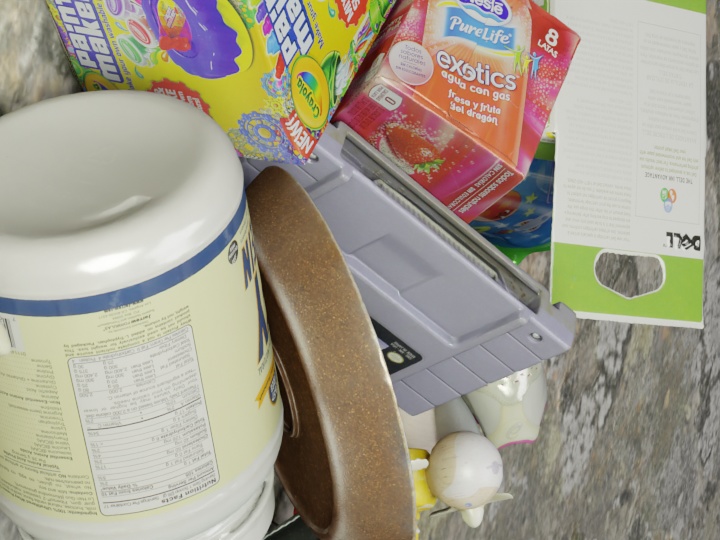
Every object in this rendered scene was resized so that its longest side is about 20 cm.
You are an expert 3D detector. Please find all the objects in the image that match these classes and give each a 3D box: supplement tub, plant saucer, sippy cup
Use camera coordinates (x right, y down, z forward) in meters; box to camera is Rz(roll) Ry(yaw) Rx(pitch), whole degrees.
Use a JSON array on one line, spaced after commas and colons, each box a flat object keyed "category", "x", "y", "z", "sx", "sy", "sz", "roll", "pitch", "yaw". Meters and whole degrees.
[{"category": "supplement tub", "x": -0.112, "y": 0.036, "z": 1.167, "sx": 0.145, "sy": 0.144, "sz": 0.201, "roll": -53, "pitch": 144, "yaw": -46}, {"category": "plant saucer", "x": -0.027, "y": 0.050, "z": 1.225, "sx": 0.034, "sy": 0.200, "sz": 0.201, "roll": -19, "pitch": 126, "yaw": -15}, {"category": "sippy cup", "x": 0.076, "y": -0.082, "z": 1.577, "sx": 0.130, "sy": 0.139, "sz": 0.179, "roll": 5, "pitch": 68, "yaw": -56}]

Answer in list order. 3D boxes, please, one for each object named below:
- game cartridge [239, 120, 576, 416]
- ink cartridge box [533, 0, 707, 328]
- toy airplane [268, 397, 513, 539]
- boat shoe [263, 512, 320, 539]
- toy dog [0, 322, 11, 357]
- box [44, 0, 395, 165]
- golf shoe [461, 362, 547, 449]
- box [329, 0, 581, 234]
[{"category": "game cartridge", "x": 0.000, "y": 0.000, "z": 1.327, "sx": 0.200, "sy": 0.129, "sz": 0.039, "roll": 38, "pitch": 44, "yaw": -26}, {"category": "ink cartridge box", "x": 0.131, "y": -0.069, "z": 1.496, "sx": 0.147, "sy": 0.075, "sz": 0.202, "roll": 6, "pitch": 84, "yaw": -45}, {"category": "toy airplane", "x": 0.020, "y": 0.095, "z": 1.485, "sx": 0.200, "sy": 0.140, "sz": 0.200, "roll": -52, "pitch": 143, "yaw": -46}, {"category": "boat shoe", "x": -0.060, "y": 0.175, "z": 1.329, "sx": 0.068, "sy": 0.074, "sz": 0.200, "roll": 40, "pitch": 93, "yaw": -25}, {"category": "toy dog", "x": -0.230, "y": 0.030, "z": 0.951, "sx": 0.193, "sy": 0.139, "sz": 0.202, "roll": 9, "pitch": 92, "yaw": -29}, {"category": "box", "x": -0.064, "y": -0.193, "z": 1.221, "sx": 0.193, "sy": 0.121, "sz": 0.201, "roll": -62, "pitch": 150, "yaw": -33}, {"category": "golf shoe", "x": 0.081, "y": 0.059, "z": 1.629, "sx": 0.200, "sy": 0.075, "sz": 0.092, "roll": -83, "pitch": 163, "yaw": -82}, {"category": "box", "x": 0.018, "y": -0.071, "z": 1.350, "sx": 0.200, "sy": 0.095, "sz": 0.100, "roll": -40, "pitch": -158, "yaw": 54}]
